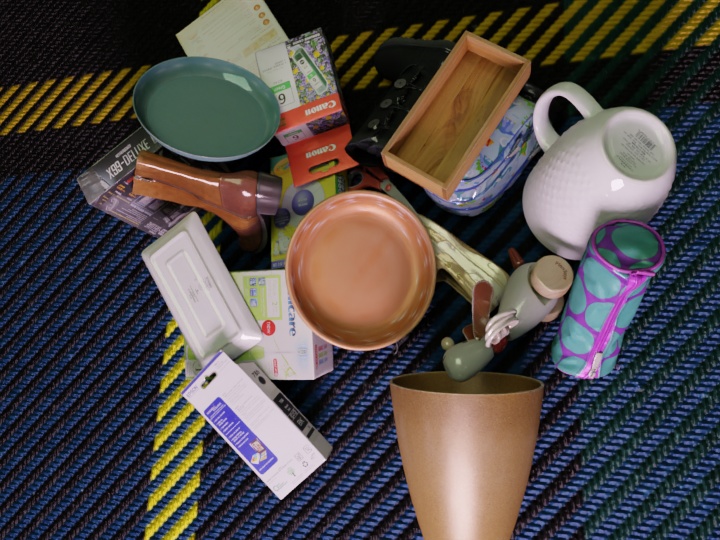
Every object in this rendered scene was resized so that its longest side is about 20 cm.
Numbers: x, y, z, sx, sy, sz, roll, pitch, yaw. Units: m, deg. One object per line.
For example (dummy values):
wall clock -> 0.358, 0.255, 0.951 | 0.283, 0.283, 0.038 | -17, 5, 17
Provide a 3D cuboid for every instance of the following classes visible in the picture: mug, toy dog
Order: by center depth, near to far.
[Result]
mug -> 0.276, -0.132, 0.869 | 0.146, 0.176, 0.202 | -29, 79, -14
toy dog -> 0.169, 0.040, 0.882 | 0.198, 0.133, 0.097 | -24, 60, -35

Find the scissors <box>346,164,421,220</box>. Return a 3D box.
scissors -> 0.038, -0.127, 1.019 | 0.199, 0.014, 0.074 | 30, 91, 51

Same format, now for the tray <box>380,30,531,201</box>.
tray -> 0.121, -0.196, 0.912 | 0.098, 0.037, 0.202 | 31, 78, 20

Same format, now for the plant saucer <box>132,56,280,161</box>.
plant saucer -> -0.207, -0.216, 0.984 | 0.196, 0.028, 0.203 | 9, 52, -11

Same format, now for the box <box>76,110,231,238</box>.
box -> -0.293, -0.132, 1.076 | 0.156, 0.200, 0.050 | -36, 71, 6

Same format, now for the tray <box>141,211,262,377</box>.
tray -> -0.221, 0.032, 0.982 | 0.106, 0.022, 0.202 | -33, 81, 15

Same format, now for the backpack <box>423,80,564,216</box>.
backpack -> 0.157, -0.175, 0.981 | 0.162, 0.153, 0.202 | 36, 102, 17

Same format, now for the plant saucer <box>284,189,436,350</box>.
plant saucer -> 0.000, 0.000, 0.936 | 0.195, 0.037, 0.205 | 1, 85, -8

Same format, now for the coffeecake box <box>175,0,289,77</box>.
coffeecake box -> -0.182, -0.335, 1.162 | 0.152, 0.073, 0.202 | -34, 68, 5

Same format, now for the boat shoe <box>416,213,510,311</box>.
boat shoe -> 0.107, -0.011, 0.977 | 0.198, 0.074, 0.070 | 34, 81, 23

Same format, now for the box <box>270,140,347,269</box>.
box -> -0.075, -0.103, 1.071 | 0.115, 0.048, 0.205 | -11, 70, 24

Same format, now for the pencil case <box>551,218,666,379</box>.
pencil case -> 0.283, 0.040, 0.839 | 0.083, 0.203, 0.094 | 1, 45, -1

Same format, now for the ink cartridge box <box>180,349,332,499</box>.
ink cartridge box -> -0.139, 0.199, 0.967 | 0.099, 0.039, 0.200 | -42, 92, 22

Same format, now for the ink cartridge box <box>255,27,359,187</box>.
ink cartridge box -> -0.077, -0.234, 1.042 | 0.107, 0.050, 0.204 | -17, 74, 9

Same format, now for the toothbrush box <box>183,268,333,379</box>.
toothbrush box -> -0.144, 0.073, 1.014 | 0.195, 0.086, 0.149 | -2, 91, 16

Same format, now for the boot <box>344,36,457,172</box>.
boot -> 0.039, -0.233, 1.023 | 0.163, 0.066, 0.202 | 10, 65, 48

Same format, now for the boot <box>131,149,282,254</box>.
boot -> -0.220, -0.089, 1.014 | 0.195, 0.188, 0.070 | 8, 71, -14

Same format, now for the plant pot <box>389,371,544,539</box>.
plant pot -> 0.124, 0.233, 0.862 | 0.182, 0.186, 0.205 | 1, 89, 18

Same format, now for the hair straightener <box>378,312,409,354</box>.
hair straightener -> 0.020, 0.016, 1.001 | 0.041, 0.076, 0.204 | -24, 72, 40
